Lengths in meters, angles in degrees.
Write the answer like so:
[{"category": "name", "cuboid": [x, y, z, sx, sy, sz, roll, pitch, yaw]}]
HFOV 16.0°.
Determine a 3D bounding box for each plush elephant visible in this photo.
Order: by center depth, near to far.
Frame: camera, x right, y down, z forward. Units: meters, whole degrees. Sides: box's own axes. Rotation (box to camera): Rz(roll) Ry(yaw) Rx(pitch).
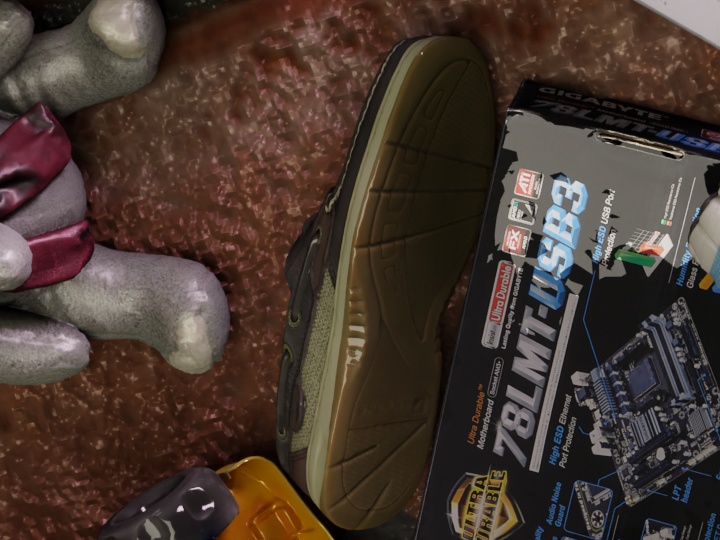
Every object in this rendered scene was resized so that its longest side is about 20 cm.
[{"category": "plush elephant", "cuboid": [-0.168, -0.018, 1.010, 0.199, 0.155, 0.166, 0, 108, 13]}]

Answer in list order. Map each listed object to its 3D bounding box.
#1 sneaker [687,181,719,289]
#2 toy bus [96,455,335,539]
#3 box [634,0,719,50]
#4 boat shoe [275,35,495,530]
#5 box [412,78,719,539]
[{"category": "sneaker", "cuboid": [0.220, -0.030, 0.924, 0.199, 0.078, 0.090, -30, 77, -2]}, {"category": "toy bus", "cuboid": [-0.115, 0.182, 1.078, 0.136, 0.200, 0.192, 58, 149, -8]}, {"category": "box", "cuboid": [0.115, -0.195, 0.864, 0.155, 0.041, 0.201, 28, 116, -4]}, {"category": "boat shoe", "cuboid": [0.001, 0.001, 1.023, 0.066, 0.071, 0.202, 22, 108, 43]}, {"category": "box", "cuboid": [0.135, 0.045, 1.015, 0.197, 0.050, 0.201, 15, 111, 9]}]
